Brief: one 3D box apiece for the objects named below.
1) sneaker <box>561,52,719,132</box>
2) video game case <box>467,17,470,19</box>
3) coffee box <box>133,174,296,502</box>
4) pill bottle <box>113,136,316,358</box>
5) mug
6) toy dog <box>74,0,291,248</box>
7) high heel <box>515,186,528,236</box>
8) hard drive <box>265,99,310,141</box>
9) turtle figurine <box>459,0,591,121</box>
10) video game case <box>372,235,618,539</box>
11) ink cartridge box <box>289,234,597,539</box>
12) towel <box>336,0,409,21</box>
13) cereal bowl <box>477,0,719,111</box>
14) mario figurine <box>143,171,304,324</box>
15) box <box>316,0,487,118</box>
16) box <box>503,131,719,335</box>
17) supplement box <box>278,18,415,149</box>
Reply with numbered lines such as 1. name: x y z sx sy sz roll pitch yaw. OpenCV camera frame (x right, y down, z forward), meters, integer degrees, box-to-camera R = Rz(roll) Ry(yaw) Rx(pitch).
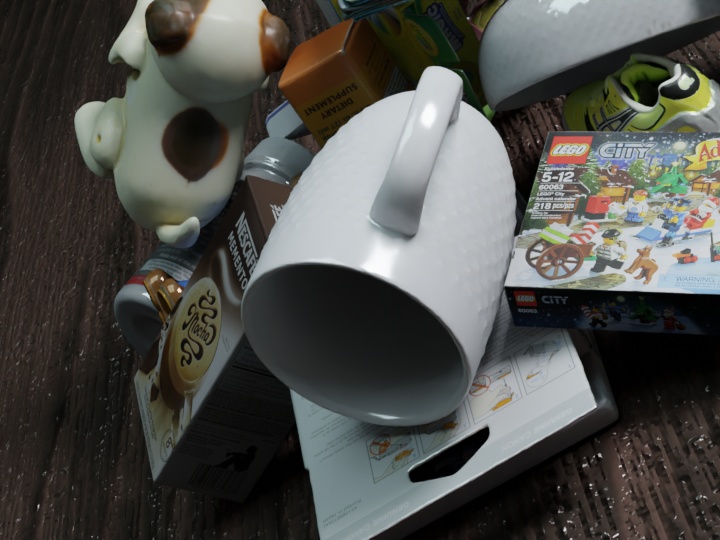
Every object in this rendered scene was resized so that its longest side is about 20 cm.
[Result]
1. sneaker: 0.197 -0.119 1.282 0.075 0.077 0.200 -44 23 -13
2. video game case: 0.054 -0.186 1.613 0.142 0.018 0.199 -21 -5 31
3. coffee box: -0.081 0.050 1.316 0.201 0.079 0.114 -58 32 28
4. pill bottle: -0.103 -0.009 1.539 0.113 0.114 0.200 -3 42 52
5. mug: 0.027 -0.034 1.123 0.201 0.146 0.176 103 -171 -52
6. toy dog: -0.135 -0.138 1.418 0.195 0.138 0.201 -89 19 -48
7. high heel: 0.028 -0.011 1.322 0.199 0.143 0.071 -39 25 -1
8. hard drive: 0.032 -0.158 1.568 0.198 0.026 0.132 -17 -5 -27
9. turtle figurine: 0.138 -0.139 1.480 0.195 0.199 0.144 -55 45 10
10. video game case: 0.063 0.076 1.223 0.199 0.023 0.183 -31 38 16
11. ink cartridge box: 0.055 0.085 1.167 0.199 0.044 0.174 -32 39 14
12. towel: 0.042 -0.242 1.342 0.145 0.022 0.201 -15 32 -1
13. cereal bowl: 0.170 -0.185 1.305 0.198 0.084 0.200 -20 -1 0
14. mario figurine: -0.073 -0.028 1.426 0.199 0.107 0.124 -27 52 -16
15. box: 0.031 -0.186 1.390 0.048 0.118 0.200 -39 39 -8
16. box: 0.198 -0.025 1.125 0.198 0.038 0.137 2 48 21
17. supplement box: 0.024 -0.089 1.393 0.066 0.201 0.069 -25 26 27
